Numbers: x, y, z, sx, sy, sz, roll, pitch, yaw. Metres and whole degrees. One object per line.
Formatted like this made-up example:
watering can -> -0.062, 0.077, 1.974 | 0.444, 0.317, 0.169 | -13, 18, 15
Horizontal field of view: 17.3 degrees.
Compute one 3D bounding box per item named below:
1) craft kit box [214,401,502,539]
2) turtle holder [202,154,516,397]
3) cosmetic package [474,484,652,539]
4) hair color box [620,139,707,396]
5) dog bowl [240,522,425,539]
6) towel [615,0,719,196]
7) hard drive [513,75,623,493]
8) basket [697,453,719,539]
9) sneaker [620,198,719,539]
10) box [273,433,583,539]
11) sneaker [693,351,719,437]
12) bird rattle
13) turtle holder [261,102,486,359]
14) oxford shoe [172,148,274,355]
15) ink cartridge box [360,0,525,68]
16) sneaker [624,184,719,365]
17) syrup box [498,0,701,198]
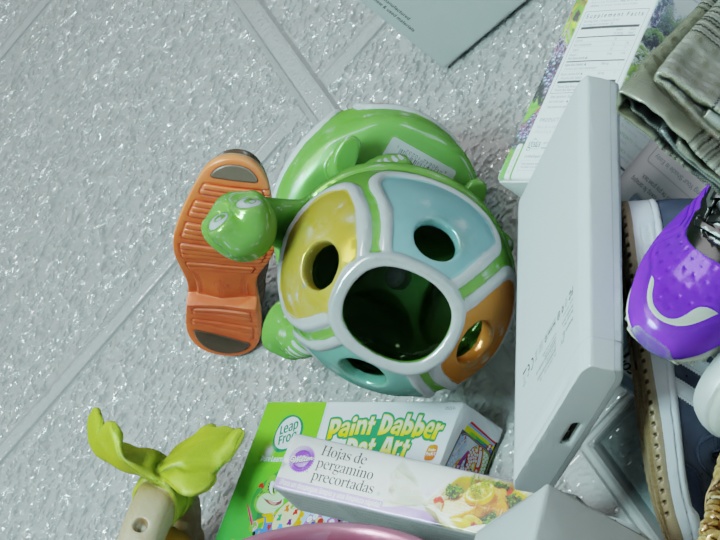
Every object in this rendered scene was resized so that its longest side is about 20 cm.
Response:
craft kit box -> -0.019, 0.180, 1.513 | 0.200, 0.048, 0.198 | -4, 55, 49
turtle holder -> 0.011, -0.004, 1.453 | 0.141, 0.186, 0.132 | -36, 10, 10
cosmetic package -> 0.102, 0.226, 1.228 | 0.081, 0.113, 0.200 | -43, 21, 48
hair color box -> 0.199, -0.028, 1.406 | 0.200, 0.061, 0.099 | -50, 34, 7
dog bowl -> -0.021, 0.211, 1.316 | 0.199, 0.074, 0.200 | -3, 24, 2
towel -> 0.247, -0.078, 1.197 | 0.200, 0.192, 0.035 | -46, -4, -39
hard drive -> 0.117, 0.008, 1.345 | 0.132, 0.027, 0.200 | 114, 164, -52
basket -> 0.197, 0.163, 1.168 | 0.149, 0.143, 0.201 | -9, 55, 47
sneaker -> 0.206, 0.055, 1.313 | 0.070, 0.108, 0.201 | 99, 165, -82
box -> 0.043, 0.138, 1.412 | 0.199, 0.041, 0.039 | 9, 67, 32
sneaker -> 0.268, 0.048, 1.221 | 0.200, 0.073, 0.085 | -28, 45, 14
bird rattle -> -0.135, 0.194, 1.562 | 0.112, 0.163, 0.201 | 2, 57, 9
turtle holder -> 0.006, -0.024, 1.598 | 0.132, 0.140, 0.186 | -114, 24, -69
oxford shoe -> -0.094, -0.026, 1.678 | 0.200, 0.071, 0.073 | 102, 177, -51
ink cartridge box -> 0.076, -0.282, 1.700 | 0.200, 0.145, 0.146 | -38, 37, 22
sneaker -> 0.209, -0.042, 1.250 | 0.069, 0.100, 0.200 | 35, 68, 22
syrup box -> 0.174, -0.123, 1.501 | 0.081, 0.079, 0.200 | 2, 63, 52
